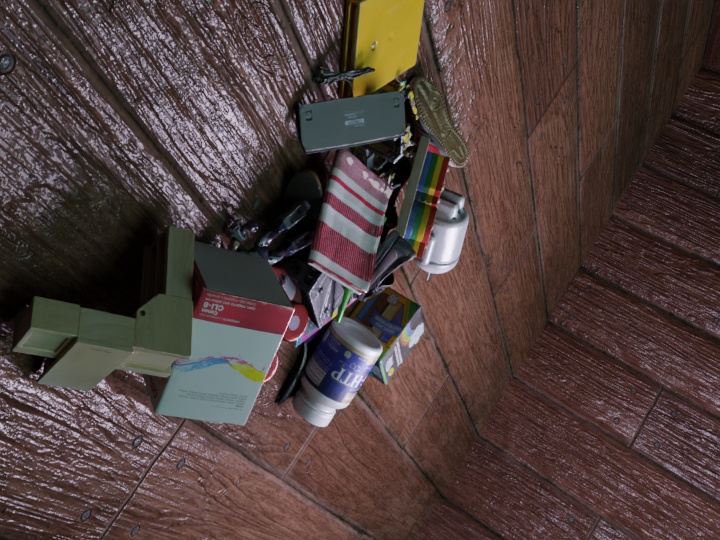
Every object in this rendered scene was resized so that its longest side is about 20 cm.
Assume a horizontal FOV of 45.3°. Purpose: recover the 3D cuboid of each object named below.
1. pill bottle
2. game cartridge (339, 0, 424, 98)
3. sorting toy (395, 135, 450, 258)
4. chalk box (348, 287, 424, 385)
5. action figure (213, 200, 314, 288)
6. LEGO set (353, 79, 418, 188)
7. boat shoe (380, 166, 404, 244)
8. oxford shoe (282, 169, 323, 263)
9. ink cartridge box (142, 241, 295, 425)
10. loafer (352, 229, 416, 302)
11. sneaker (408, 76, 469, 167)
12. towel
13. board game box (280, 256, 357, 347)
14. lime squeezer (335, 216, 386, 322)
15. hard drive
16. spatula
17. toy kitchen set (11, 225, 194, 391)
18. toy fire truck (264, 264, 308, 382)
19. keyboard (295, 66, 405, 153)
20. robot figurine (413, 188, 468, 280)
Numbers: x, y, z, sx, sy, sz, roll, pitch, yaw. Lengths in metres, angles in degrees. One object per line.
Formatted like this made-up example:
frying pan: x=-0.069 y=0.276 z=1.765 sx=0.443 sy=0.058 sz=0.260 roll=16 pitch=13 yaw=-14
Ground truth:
pill bottle: x=-0.052 y=0.207 z=1.743 sx=0.202 sy=0.119 sz=0.119 roll=-58 pitch=156 yaw=14
game cartridge: x=0.038 y=-0.389 z=1.416 sx=0.200 sy=0.032 sz=0.179 roll=-42 pitch=149 yaw=-42
sorting toy: x=0.115 y=-0.122 z=1.661 sx=0.200 sy=0.068 sz=0.203 roll=96 pitch=9 yaw=-76
chalk box: x=0.032 y=0.151 z=1.857 sx=0.201 sy=0.123 sz=0.126 roll=-50 pitch=154 yaw=-20
action figure: x=-0.148 y=-0.030 z=1.335 sx=0.200 sy=0.068 sz=0.132 roll=-43 pitch=115 yaw=-43
LEGO set: x=0.062 y=-0.224 z=1.522 sx=0.153 sy=0.115 sz=0.203 roll=-39 pitch=148 yaw=-39
boat shoe: x=0.044 y=-0.101 z=1.680 sx=0.073 sy=0.064 sz=0.203 roll=9 pitch=107 yaw=-64
oxford shoe: x=-0.086 y=-0.103 z=1.442 sx=0.202 sy=0.070 sz=0.072 roll=93 pitch=15 yaw=-52
ink cartridge box: x=-0.207 y=0.089 z=1.208 sx=0.142 sy=0.146 sz=0.203 roll=13 pitch=112 yaw=-31
loafer: x=0.041 y=0.007 z=1.580 sx=0.072 sy=0.062 sz=0.201 roll=-54 pitch=176 yaw=-38
sneaker: x=0.122 y=-0.283 z=1.661 sx=0.071 sy=0.111 sz=0.201 roll=-47 pitch=122 yaw=-21
towel: x=-0.014 y=-0.079 z=1.415 sx=0.143 sy=0.022 sz=0.204 roll=31 pitch=66 yaw=-43
board game box: x=-0.074 y=0.026 z=1.588 sx=0.199 sy=0.064 sz=0.150 roll=-35 pitch=144 yaw=-44
lime squeezer: x=0.000 y=0.000 z=1.481 sx=0.204 sy=0.037 sz=0.070 roll=-66 pitch=158 yaw=4
hard drive: x=-0.036 y=-0.012 z=1.493 sx=0.201 sy=0.042 sz=0.136 roll=-54 pitch=156 yaw=-23
spatula: x=-0.117 y=0.181 z=1.715 sx=0.203 sy=0.020 sz=0.056 roll=-64 pitch=160 yaw=7
toy kitchen set: x=-0.337 y=0.042 z=1.106 sx=0.197 sy=0.184 sz=0.162 roll=15 pitch=148 yaw=-32
toy fire truck: x=-0.187 y=0.070 z=1.379 sx=0.202 sy=0.111 sz=0.169 roll=-54 pitch=136 yaw=-17
keyboard: x=-0.014 y=-0.262 z=1.364 sx=0.196 sy=0.020 sz=0.130 roll=-14 pitch=112 yaw=-29
robot figurine: x=0.173 y=-0.078 z=1.898 sx=0.169 sy=0.111 sz=0.203 roll=-43 pitch=151 yaw=-48
